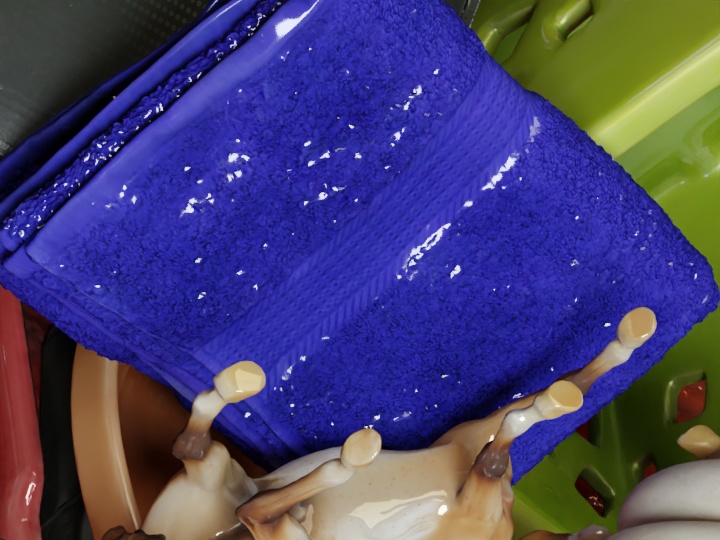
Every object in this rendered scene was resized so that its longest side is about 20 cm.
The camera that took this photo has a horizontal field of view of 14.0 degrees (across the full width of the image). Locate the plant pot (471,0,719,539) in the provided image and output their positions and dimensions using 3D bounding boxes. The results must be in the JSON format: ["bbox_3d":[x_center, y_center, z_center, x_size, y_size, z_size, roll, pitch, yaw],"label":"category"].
[{"bbox_3d":[0.101,-0.028,1.007,0.199,0.200,0.182,39,24,-33],"label":"plant pot"}]

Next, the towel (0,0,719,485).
[{"bbox_3d":[0.000,0.000,0.849,0.200,0.147,0.050,39,19,-38],"label":"towel"}]

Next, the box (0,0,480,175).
[{"bbox_3d":[-0.051,-0.104,0.879,0.200,0.047,0.194,30,73,-35],"label":"box"}]

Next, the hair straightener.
[{"bbox_3d":[-0.075,0.089,0.892,0.077,0.041,0.201,15,45,-35],"label":"hair straightener"}]

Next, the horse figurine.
[{"bbox_3d":[-0.001,0.067,0.825,0.199,0.133,0.050,-9,61,-31],"label":"horse figurine"}]

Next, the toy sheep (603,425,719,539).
[{"bbox_3d":[0.112,0.130,0.840,0.137,0.138,0.201,25,60,-26],"label":"toy sheep"}]

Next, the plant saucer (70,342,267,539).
[{"bbox_3d":[-0.023,0.084,0.927,0.200,0.032,0.201,40,35,-36],"label":"plant saucer"}]
